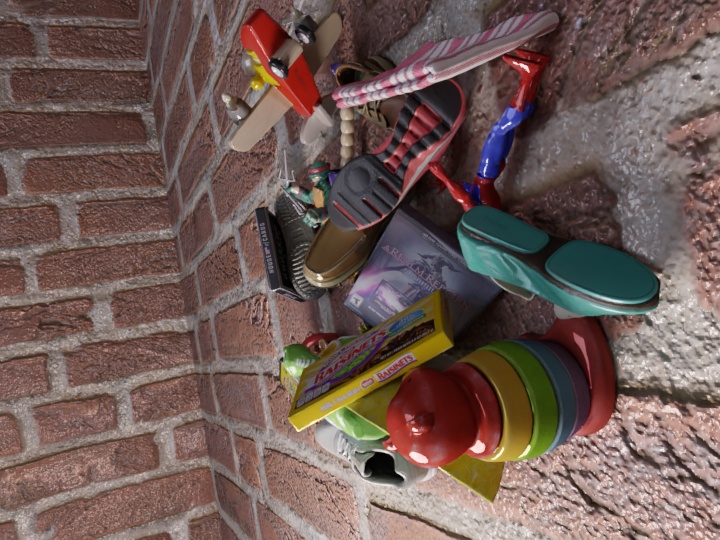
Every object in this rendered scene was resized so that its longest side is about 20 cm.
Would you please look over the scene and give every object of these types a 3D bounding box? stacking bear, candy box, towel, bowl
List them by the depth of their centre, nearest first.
[{"bbox_3d":[0.114,0.115,0.518,0.121,0.199,0.114,-50,53,57],"label":"stacking bear"},{"bbox_3d":[0.071,-0.206,0.572,0.200,0.146,0.030,16,133,61],"label":"towel"},{"bbox_3d":[0.011,0.098,0.648,0.026,0.200,0.102,54,-163,-14],"label":"candy box"},{"bbox_3d":[0.089,0.161,0.666,0.108,0.200,0.200,-56,25,-11],"label":"bowl"}]

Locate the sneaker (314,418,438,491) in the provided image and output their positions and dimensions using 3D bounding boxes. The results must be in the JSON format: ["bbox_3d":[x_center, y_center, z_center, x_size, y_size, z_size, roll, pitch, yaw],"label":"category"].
[{"bbox_3d":[0.005,0.254,0.828,0.199,0.092,0.076,6,97,34],"label":"sneaker"}]

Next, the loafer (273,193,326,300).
[{"bbox_3d":[-0.101,-0.045,1.079,0.070,0.075,0.201,7,-111,-80],"label":"loafer"}]

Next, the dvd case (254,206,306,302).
[{"bbox_3d":[-0.146,-0.023,1.096,0.200,0.025,0.151,49,-153,-78],"label":"dvd case"}]

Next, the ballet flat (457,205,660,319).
[{"bbox_3d":[0.171,0.002,0.522,0.200,0.067,0.071,31,147,43],"label":"ballet flat"}]

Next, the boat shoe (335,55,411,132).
[{"bbox_3d":[0.027,-0.214,0.741,0.200,0.074,0.076,52,142,46],"label":"boat shoe"}]

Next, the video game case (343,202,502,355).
[{"bbox_3d":[0.068,0.027,0.701,0.143,0.019,0.200,37,141,6],"label":"video game case"}]

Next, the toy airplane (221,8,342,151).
[{"bbox_3d":[-0.113,-0.285,0.865,0.141,0.200,0.200,30,125,24],"label":"toy airplane"}]

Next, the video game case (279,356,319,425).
[{"bbox_3d":[-0.074,0.234,1.007,0.181,0.025,0.200,47,160,10],"label":"video game case"}]

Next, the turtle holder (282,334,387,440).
[{"bbox_3d":[-0.015,0.157,0.801,0.132,0.185,0.142,12,107,53],"label":"turtle holder"}]

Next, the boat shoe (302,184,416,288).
[{"bbox_3d":[-0.003,-0.069,0.710,0.072,0.200,0.076,29,157,17],"label":"boat shoe"}]

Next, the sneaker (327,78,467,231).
[{"bbox_3d":[0.048,-0.115,0.645,0.200,0.087,0.074,-45,76,19],"label":"sneaker"}]

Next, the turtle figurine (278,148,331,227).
[{"bbox_3d":[-0.065,-0.099,0.938,0.150,0.100,0.201,-120,14,-67],"label":"turtle figurine"}]

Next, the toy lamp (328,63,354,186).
[{"bbox_3d":[-0.020,-0.200,0.865,0.058,0.058,0.201,28,120,59],"label":"toy lamp"}]

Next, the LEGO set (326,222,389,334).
[{"bbox_3d":[0.000,0.000,0.810,0.200,0.115,0.154,-55,49,55],"label":"LEGO set"}]

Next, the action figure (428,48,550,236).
[{"bbox_3d":[0.110,-0.121,0.587,0.099,0.065,0.201,23,125,22],"label":"action figure"}]

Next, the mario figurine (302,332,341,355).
[{"bbox_3d":[-0.054,0.188,0.990,0.200,0.106,0.124,44,126,47],"label":"mario figurine"}]
